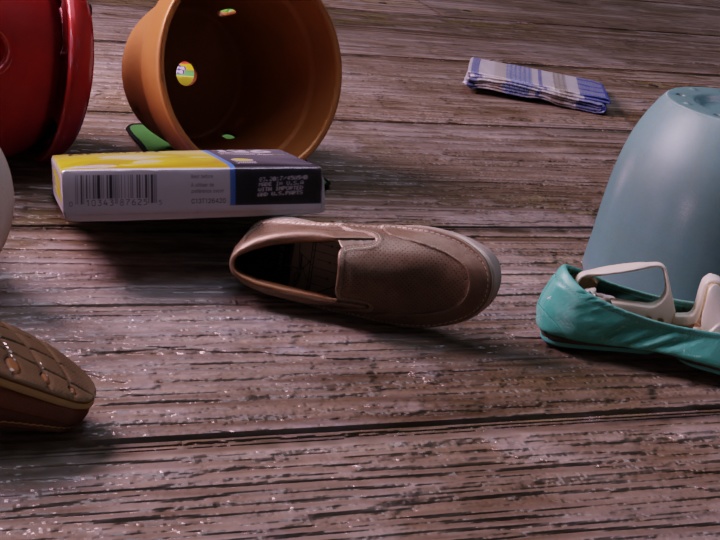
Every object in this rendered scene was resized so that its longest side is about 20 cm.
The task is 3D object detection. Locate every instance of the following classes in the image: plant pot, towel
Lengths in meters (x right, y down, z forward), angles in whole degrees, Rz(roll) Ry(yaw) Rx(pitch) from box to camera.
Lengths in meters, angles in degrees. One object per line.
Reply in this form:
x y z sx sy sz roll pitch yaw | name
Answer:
0.301 -0.061 0.978 0.199 0.162 0.201 7 23 -3 | plant pot
0.240 -0.255 1.598 0.198 0.024 0.147 11 21 3 | towel
-0.137 -0.190 1.108 0.199 0.202 0.139 -10 13 -37 | plant pot
-0.339 -0.187 1.024 0.181 0.202 0.200 2 22 -30 | plant pot

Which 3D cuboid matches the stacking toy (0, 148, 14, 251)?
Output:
-0.335 -0.054 0.845 0.145 0.148 0.200 -2 5 -22 | stacking toy

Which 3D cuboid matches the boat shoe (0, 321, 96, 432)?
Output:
-0.248 0.057 0.643 0.199 0.068 0.072 18 15 -23 | boat shoe

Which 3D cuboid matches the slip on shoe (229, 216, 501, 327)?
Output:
0.000 0.000 0.841 0.198 0.077 0.061 12 15 18 | slip on shoe

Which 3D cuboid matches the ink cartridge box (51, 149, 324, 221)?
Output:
-0.148 -0.075 0.944 0.196 0.047 0.200 -4 14 -18 | ink cartridge box

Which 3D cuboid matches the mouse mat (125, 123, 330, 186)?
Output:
-0.135 -0.116 1.162 0.160 0.008 0.200 -3 26 -25 | mouse mat

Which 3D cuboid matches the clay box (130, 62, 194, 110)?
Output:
-0.207 -0.221 1.333 0.114 0.048 0.200 2 23 -14 | clay box

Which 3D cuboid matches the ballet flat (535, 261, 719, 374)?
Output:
0.230 0.033 0.850 0.198 0.071 0.067 10 22 4 | ballet flat
